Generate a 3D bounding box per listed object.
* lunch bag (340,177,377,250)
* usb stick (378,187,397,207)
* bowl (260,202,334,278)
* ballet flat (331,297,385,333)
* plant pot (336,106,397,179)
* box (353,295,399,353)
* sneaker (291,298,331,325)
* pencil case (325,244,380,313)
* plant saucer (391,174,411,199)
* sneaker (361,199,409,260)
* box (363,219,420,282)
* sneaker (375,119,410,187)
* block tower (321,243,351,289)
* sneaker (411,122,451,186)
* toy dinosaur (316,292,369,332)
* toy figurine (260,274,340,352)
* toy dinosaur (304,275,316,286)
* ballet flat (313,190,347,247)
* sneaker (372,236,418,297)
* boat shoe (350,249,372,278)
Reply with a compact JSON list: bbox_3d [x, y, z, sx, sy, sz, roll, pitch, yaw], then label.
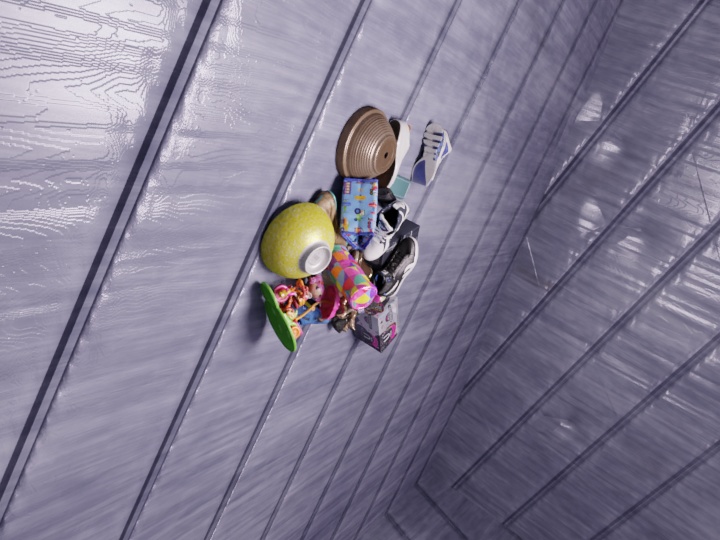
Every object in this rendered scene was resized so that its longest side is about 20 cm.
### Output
[{"bbox_3d":[-0.001,-0.147,1.539,0.200,0.093,0.153,78,16,-80],"label":"lunch bag"},{"bbox_3d":[0.080,-0.208,1.662,0.200,0.055,0.033,28,60,-77],"label":"usb stick"},{"bbox_3d":[-0.132,-0.052,1.372,0.199,0.108,0.202,-29,141,-26],"label":"bowl"},{"bbox_3d":[-0.004,0.127,1.789,0.199,0.067,0.057,-30,107,2],"label":"ballet flat"},{"bbox_3d":[0.032,-0.317,1.476,0.201,0.092,0.202,-42,148,-34],"label":"plant pot"},{"bbox_3d":[0.049,0.160,1.902,0.115,0.131,0.201,-45,148,-28],"label":"box"},{"bbox_3d":[-0.151,0.125,1.608,0.079,0.066,0.200,-47,153,1],"label":"sneaker"},{"bbox_3d":[-0.030,0.018,1.469,0.088,0.200,0.089,-20,138,-19],"label":"pencil case"},{"bbox_3d":[0.102,-0.263,1.729,0.199,0.019,0.071,4,111,-62],"label":"plant saucer"},{"bbox_3d":[0.059,-0.114,1.591,0.199,0.079,0.129,-48,171,12],"label":"sneaker"},{"bbox_3d":[0.083,-0.053,1.796,0.199,0.104,0.184,-33,141,-43],"label":"box"},{"bbox_3d":[0.103,-0.326,1.608,0.084,0.072,0.202,-9,122,-52],"label":"sneaker"},{"bbox_3d":[-0.076,0.012,1.634,0.058,0.054,0.202,-27,137,-49],"label":"block tower"},{"bbox_3d":[0.243,-0.368,1.809,0.115,0.080,0.201,-11,123,-54],"label":"sneaker"},{"bbox_3d":[-0.037,0.091,1.562,0.199,0.085,0.137,-24,-142,59],"label":"toy dinosaur"},{"bbox_3d":[-0.142,0.079,1.453,0.183,0.150,0.202,-29,116,-24],"label":"toy figurine"},{"bbox_3d":[-0.117,-0.025,1.541,0.088,0.047,0.202,-23,131,-41],"label":"toy dinosaur"},{"bbox_3d":[-0.087,-0.119,1.484,0.072,0.068,0.201,-39,144,-21],"label":"ballet flat"},{"bbox_3d":[0.100,-0.008,1.676,0.111,0.073,0.202,1,116,-60],"label":"sneaker"},{"bbox_3d":[0.001,-0.006,1.664,0.203,0.074,0.076,106,-8,-71],"label":"boat shoe"}]
